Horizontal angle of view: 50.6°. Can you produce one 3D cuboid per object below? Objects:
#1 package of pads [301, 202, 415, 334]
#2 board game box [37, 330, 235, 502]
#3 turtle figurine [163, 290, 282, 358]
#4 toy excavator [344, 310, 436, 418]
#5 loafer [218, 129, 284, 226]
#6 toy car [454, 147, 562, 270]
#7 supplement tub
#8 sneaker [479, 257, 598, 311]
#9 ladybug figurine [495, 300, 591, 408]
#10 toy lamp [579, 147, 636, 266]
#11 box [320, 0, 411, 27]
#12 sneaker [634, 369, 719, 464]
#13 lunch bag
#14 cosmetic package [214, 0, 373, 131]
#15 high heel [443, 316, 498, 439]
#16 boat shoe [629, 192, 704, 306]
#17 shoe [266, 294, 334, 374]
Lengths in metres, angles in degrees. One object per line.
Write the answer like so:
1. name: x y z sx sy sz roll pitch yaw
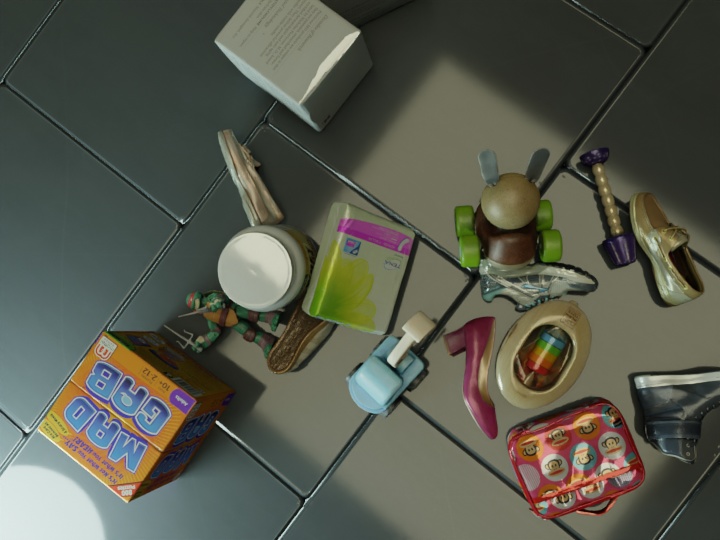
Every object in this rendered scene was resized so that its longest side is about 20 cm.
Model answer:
1. package of pads: 0.000 0.000 1.315 0.154 0.068 0.200 19 86 -31
2. board game box: -0.378 0.241 1.320 0.200 0.200 0.200 34 91 10
3. turtle figurine: -0.245 0.083 1.357 0.200 0.150 0.101 17 51 -1
4. toy excavator: 0.056 0.155 1.258 0.100 0.200 0.194 43 93 10
5. loafer: -0.203 -0.170 1.405 0.063 0.072 0.200 -21 88 -10
6. toy car: 0.240 -0.117 1.237 0.164 0.200 0.158 -4 42 3
7. supplement tub: -0.155 -0.006 1.299 0.144 0.200 0.145 0 94 7
8. sneaker: 0.302 0.027 1.304 0.200 0.078 0.086 7 98 17
9. ladybug figurine: 0.307 0.137 1.280 0.136 0.072 0.200 35 93 4
10. toy lamp: 0.424 -0.106 1.298 0.058 0.058 0.200 -14 80 8
11. box: -0.006 -0.571 1.351 0.200 0.171 0.199 -24 81 6
12. sneaker: 0.556 0.235 1.224 0.202 0.077 0.146 -8 72 18
13. lunch bag: 0.357 0.321 1.258 0.200 0.082 0.176 -23 85 8
14. cosmetic package: -0.112 -0.386 1.354 0.200 0.167 0.166 39 91 10
15. high heel: 0.218 0.181 1.298 0.096 0.067 0.200 -25 68 17
16. boat shoe: 0.511 -0.043 1.259 0.074 0.066 0.200 -22 88 -34
17. shoe: -0.094 0.102 1.366 0.070 0.053 0.200 36 86 25
